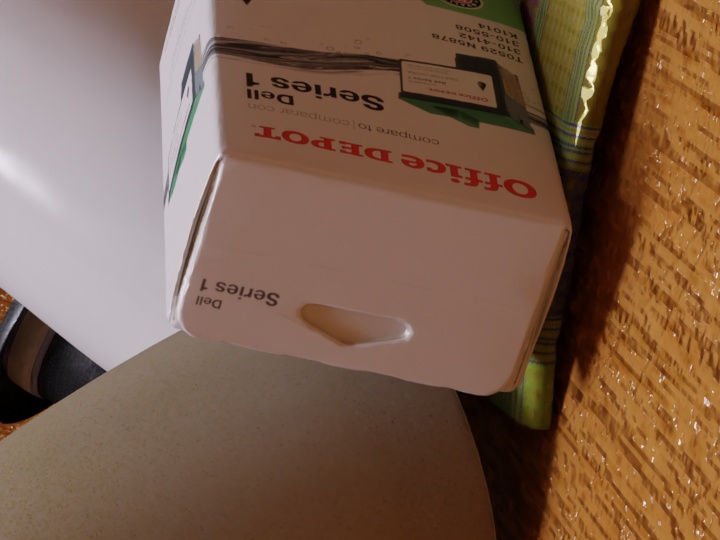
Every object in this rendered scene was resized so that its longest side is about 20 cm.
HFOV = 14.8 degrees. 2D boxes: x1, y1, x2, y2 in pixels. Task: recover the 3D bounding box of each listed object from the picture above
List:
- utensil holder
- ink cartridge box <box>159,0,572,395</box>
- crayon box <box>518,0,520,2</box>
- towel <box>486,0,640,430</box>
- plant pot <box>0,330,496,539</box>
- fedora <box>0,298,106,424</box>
[{"bbox_3d":[-0.107,-0.045,1.288,0.170,0.200,0.170,-44,-20,-21],"label":"utensil holder"},{"bbox_3d":[-0.003,-0.051,1.118,0.200,0.145,0.085,-99,23,-56],"label":"ink cartridge box"},{"bbox_3d":[0.058,-0.211,1.292,0.200,0.058,0.119,-94,18,-51],"label":"crayon box"},{"bbox_3d":[0.077,-0.046,1.144,0.144,0.023,0.201,-130,50,-75],"label":"towel"},{"bbox_3d":[-0.074,0.109,1.139,0.187,0.199,0.188,48,145,49],"label":"plant pot"},{"bbox_3d":[-0.106,0.023,1.472,0.201,0.091,0.201,-48,-16,-18],"label":"fedora"}]
